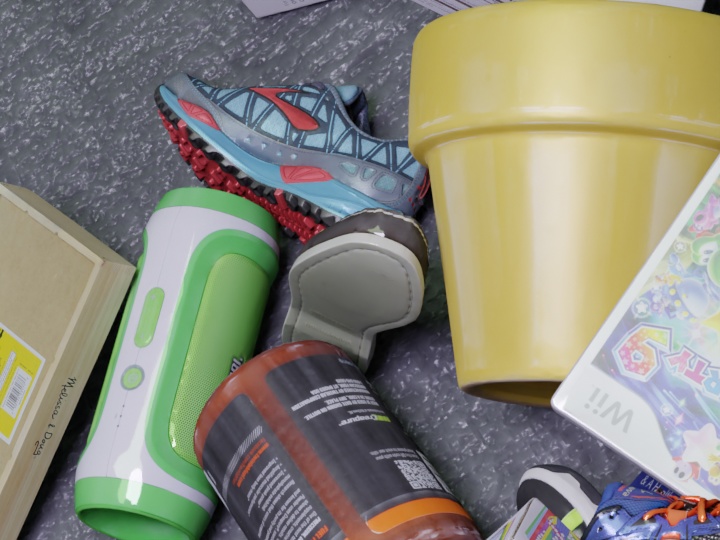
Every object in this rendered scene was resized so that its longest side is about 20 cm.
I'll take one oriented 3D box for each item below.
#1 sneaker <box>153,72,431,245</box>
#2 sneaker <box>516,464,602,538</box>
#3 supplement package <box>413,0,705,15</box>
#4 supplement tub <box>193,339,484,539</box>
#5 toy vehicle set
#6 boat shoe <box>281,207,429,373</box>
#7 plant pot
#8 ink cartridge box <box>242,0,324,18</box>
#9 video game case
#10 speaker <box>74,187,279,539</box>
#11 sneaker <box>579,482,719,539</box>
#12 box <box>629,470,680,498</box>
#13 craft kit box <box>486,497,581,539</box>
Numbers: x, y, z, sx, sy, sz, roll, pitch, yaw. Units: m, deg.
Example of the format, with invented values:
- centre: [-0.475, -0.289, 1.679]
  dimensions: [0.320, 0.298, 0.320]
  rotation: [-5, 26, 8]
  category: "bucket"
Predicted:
- centre: [-0.037, -0.074, 1.451]
  dimensions: [0.200, 0.079, 0.096]
  rotation: [32, 69, 30]
  category: "sneaker"
- centre: [0.099, 0.190, 1.193]
  dimensions: [0.083, 0.072, 0.200]
  rotation: [-9, 64, -14]
  category: "sneaker"
- centre: [0.129, -0.230, 1.365]
  dimensions: [0.155, 0.111, 0.200]
  rotation: [24, 73, -11]
  category: "supplement package"
- centre: [-0.002, 0.137, 1.283]
  dimensions: [0.107, 0.107, 0.200]
  rotation: [-40, 53, 4]
  category: "supplement tub"
- centre: [-0.216, 0.061, 1.441]
  dimensions: [0.124, 0.026, 0.200]
  rotation: [34, 103, 44]
  category: "toy vehicle set"
- centre: [0.000, 0.000, 1.316]
  dimensions: [0.072, 0.201, 0.061]
  rotation: [25, 69, -3]
  category: "boat shoe"
- centre: [0.122, -0.026, 1.264]
  dimensions: [0.200, 0.201, 0.189]
  rotation: [-1, 79, 28]
  category: "plant pot"
- centre: [0.005, -0.260, 1.510]
  dimensions: [0.200, 0.084, 0.145]
  rotation: [-13, 59, 22]
  category: "ink cartridge box"
- centre: [0.206, 0.023, 1.159]
  dimensions: [0.143, 0.018, 0.200]
  rotation: [34, 85, 14]
  category: "video game case"
- centre: [-0.105, 0.056, 1.396]
  dimensions: [0.088, 0.088, 0.200]
  rotation: [1, 65, 29]
  category: "speaker"
- centre: [0.142, 0.130, 1.111]
  dimensions: [0.200, 0.075, 0.079]
  rotation: [-25, 81, 20]
  category: "sneaker"
- centre: [0.208, 0.087, 1.212]
  dimensions: [0.200, 0.032, 0.121]
  rotation: [-48, 22, -4]
  category: "box"
- centre: [0.083, 0.234, 1.107]
  dimensions: [0.198, 0.200, 0.049]
  rotation: [-44, 4, 33]
  category: "craft kit box"
